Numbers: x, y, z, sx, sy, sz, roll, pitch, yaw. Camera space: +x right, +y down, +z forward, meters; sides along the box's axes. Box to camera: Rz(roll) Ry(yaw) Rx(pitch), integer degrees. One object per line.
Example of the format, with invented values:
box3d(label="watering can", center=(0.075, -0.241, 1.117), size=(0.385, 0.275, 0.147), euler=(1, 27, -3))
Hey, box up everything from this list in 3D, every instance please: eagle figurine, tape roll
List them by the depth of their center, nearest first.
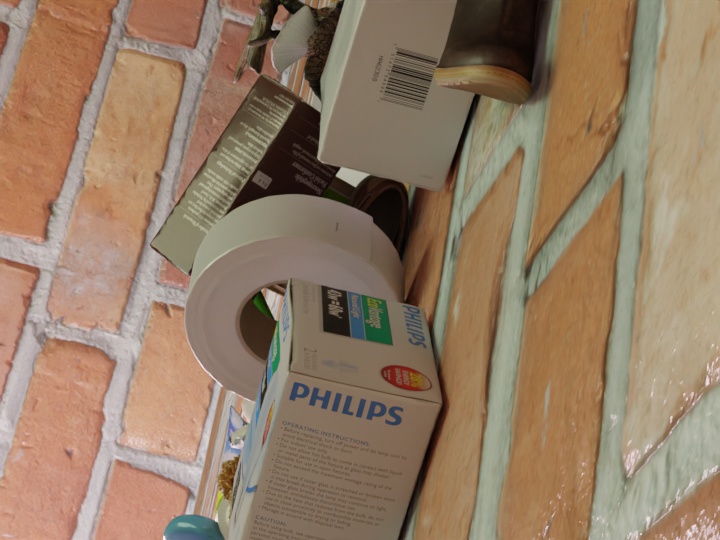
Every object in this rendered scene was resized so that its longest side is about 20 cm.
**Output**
box3d(label="tape roll", center=(-0.058, 0.030, 1.527), size=(0.071, 0.202, 0.203), euler=(-85, 12, -54))
box3d(label="eagle figurine", center=(-0.011, -0.234, 1.687), size=(0.152, 0.200, 0.151), euler=(127, 159, -67))

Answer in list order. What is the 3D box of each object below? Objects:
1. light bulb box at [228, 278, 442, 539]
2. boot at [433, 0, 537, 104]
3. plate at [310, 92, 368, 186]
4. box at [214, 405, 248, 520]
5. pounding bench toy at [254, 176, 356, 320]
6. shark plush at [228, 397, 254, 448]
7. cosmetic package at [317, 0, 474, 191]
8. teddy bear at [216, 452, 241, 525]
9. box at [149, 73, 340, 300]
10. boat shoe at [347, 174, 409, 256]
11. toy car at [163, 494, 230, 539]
box3d(label="light bulb box", center=(-0.025, 0.141, 1.358), size=(0.198, 0.125, 0.200), euler=(-96, 21, -69))
box3d(label="boot", center=(0.106, -0.214, 1.256), size=(0.200, 0.072, 0.167), euler=(-99, 22, -80))
box3d(label="plate", center=(-0.012, -0.137, 1.866), size=(0.200, 0.032, 0.200), euler=(17, 96, 64))
box3d(label="box", center=(-0.109, 0.256, 1.782), size=(0.122, 0.048, 0.200), euler=(41, 128, 51))
box3d(label="pounding bench toy", center=(-0.084, -0.005, 1.737), size=(0.156, 0.124, 0.200), euler=(16, 80, 58))
box3d(label="shark plush", center=(-0.059, 0.129, 1.638), size=(0.200, 0.083, 0.091), euler=(-17, 68, 62))
box3d(label="cosmetic package", center=(0.044, -0.211, 1.518), size=(0.200, 0.123, 0.200), euler=(-93, 19, -62))
box3d(label="teddy bear", center=(-0.072, 0.240, 1.473), size=(0.067, 0.145, 0.200), euler=(107, 177, -50))
box3d(label="box", center=(-0.102, -0.076, 1.606), size=(0.075, 0.100, 0.200), euler=(37, 95, 40))
box3d(label="boat shoe", center=(0.000, 0.000, 1.643), size=(0.072, 0.076, 0.200), euler=(-160, 82, -80))
box3d(label="toy car", center=(-0.123, 0.303, 1.566), size=(0.175, 0.150, 0.200), euler=(112, 145, -50))
